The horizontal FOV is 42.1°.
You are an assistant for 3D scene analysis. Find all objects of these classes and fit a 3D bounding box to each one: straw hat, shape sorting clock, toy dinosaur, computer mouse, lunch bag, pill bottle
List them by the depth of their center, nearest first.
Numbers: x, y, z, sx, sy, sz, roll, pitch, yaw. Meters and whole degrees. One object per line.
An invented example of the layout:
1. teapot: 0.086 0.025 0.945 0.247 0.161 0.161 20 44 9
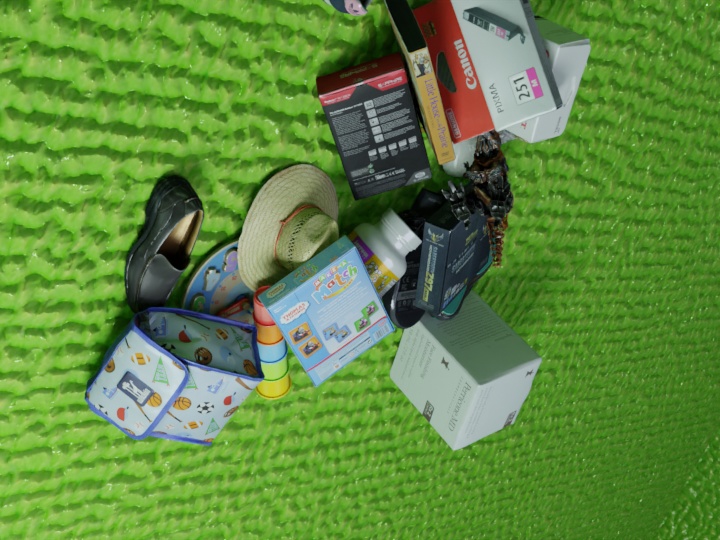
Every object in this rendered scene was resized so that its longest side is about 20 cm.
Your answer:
1. lunch bag: -0.257 0.145 1.284 0.198 0.125 0.170 19 125 -34
2. straw hat: -0.075 -0.041 1.336 0.199 0.084 0.204 -25 127 -37
3. shape sorting clock: -0.175 0.043 1.371 0.198 0.039 0.203 -26 135 -28
4. toy dinosaur: 0.203 -0.113 1.426 0.101 0.203 0.135 -27 178 26
5. pill bottle: 0.000 0.000 1.438 0.200 0.104 0.104 -45 141 5
6. computer mouse: 0.081 -0.005 1.547 0.137 0.052 0.204 -2 109 -41

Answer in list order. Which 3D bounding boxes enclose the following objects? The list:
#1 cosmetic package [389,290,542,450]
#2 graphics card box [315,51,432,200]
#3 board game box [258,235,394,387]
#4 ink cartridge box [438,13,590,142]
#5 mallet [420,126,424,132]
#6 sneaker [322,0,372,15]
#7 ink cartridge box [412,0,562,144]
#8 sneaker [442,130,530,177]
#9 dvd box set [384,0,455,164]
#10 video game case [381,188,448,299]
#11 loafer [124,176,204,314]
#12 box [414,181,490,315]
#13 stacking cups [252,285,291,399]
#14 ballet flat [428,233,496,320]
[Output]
1. cosmetic package: 0.185 0.175 1.683 0.163 0.200 0.167 -15 136 -34
2. graphics card box: 0.022 -0.199 1.319 0.123 0.051 0.202 -17 135 5
3. board game box: -0.044 0.063 1.353 0.150 0.037 0.201 -34 138 -8
4. ink cartridge box: 0.211 -0.293 1.341 0.083 0.199 0.147 -19 133 -42
5. mallet: 0.088 -0.211 1.402 0.197 0.065 0.042 -9 96 -37
6. sneaker: 0.036 -0.406 1.183 0.201 0.082 0.070 -54 141 4
7. ink cartridge box: 0.160 -0.287 1.265 0.043 0.171 0.203 -34 105 -58
8. sneaker: 0.219 -0.218 1.483 0.073 0.115 0.202 18 108 -51
9. dvd box set: 0.082 -0.266 1.292 0.029 0.148 0.201 -19 139 3
10. video game case: 0.104 -0.034 1.596 0.142 0.019 0.202 13 110 -48
11. loafer: -0.255 -0.018 1.219 0.072 0.072 0.203 -5 124 -42
12. box: 0.159 -0.045 1.517 0.200 0.050 0.160 -41 144 -49
13. stacking cups: -0.137 0.108 1.389 0.060 0.060 0.202 -28 142 -24
14. ballet flat: 0.176 0.009 1.658 0.201 0.072 0.074 -55 146 -25
